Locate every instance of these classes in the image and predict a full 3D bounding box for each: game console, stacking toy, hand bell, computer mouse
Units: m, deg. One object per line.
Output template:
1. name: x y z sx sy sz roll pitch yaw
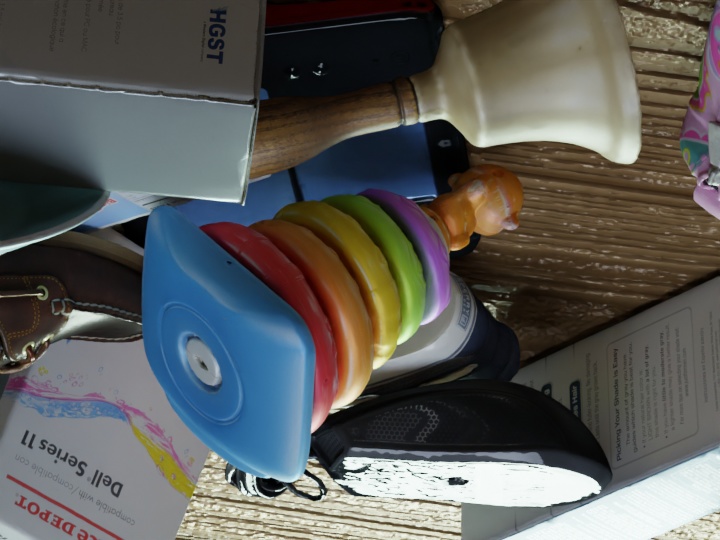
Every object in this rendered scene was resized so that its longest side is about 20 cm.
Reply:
1. game console: -0.038 -0.059 1.409 0.176 0.031 0.200 -3 146 8
2. stacking toy: 0.000 0.000 1.366 0.200 0.116 0.110 -30 144 -31
3. hand bell: 0.013 -0.070 1.267 0.199 0.104 0.104 -16 147 -8
4. computer mouse: 0.031 0.081 1.493 0.199 0.053 0.139 4 158 -1

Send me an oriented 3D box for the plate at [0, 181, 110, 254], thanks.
1. plate: -0.204 -0.034 1.214 0.199 0.200 0.026 6 111 -5

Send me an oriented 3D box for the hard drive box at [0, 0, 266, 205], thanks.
1. hard drive box: -0.139 -0.119 1.213 0.199 0.157 0.077 6 146 -4

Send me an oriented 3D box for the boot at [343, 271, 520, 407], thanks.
1. boot: -0.018 0.053 1.538 0.199 0.073 0.090 -10 154 25

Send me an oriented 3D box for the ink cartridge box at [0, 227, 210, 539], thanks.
1. ink cartridge box: -0.142 0.090 1.443 0.117 0.201 0.067 33 158 -31

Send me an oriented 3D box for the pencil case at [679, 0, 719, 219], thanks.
1. pencil case: 0.193 -0.103 1.279 0.087 0.088 0.200 4 145 -3

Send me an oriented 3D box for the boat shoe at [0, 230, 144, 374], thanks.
1. boat shoe: -0.173 0.013 1.333 0.199 0.071 0.070 14 151 -40

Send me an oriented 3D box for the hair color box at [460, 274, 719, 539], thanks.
1. hair color box: 0.144 0.086 1.551 0.200 0.100 0.060 -27 139 37

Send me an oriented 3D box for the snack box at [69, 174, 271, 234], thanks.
1. snack box: -0.142 -0.039 1.333 0.199 0.024 0.072 -16 153 29
